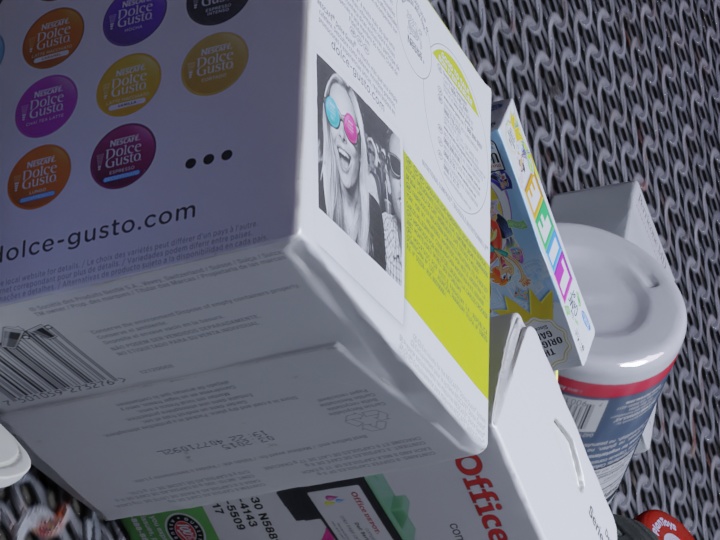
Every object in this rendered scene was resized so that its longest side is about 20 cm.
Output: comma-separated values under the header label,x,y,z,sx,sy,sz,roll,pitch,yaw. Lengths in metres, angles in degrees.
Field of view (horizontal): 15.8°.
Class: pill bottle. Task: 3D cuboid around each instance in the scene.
label,x,y,z,sx,sy,sz,roll,pitch,yaw
pill bottle,0.104,0.081,1.505,0.120,0.119,0.200,-74,-178,-48

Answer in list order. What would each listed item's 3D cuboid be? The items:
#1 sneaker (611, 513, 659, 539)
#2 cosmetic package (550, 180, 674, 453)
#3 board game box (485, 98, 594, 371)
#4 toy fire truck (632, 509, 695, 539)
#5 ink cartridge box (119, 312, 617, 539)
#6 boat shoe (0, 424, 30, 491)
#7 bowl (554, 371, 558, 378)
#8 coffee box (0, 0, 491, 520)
label,x,y,z,sx,sy,sz,roll,pitch,yaw
sneaker,0.091,0.215,1.478,0.078,0.200,0.090,47,-12,35
cosmetic package,0.170,0.035,1.857,0.200,0.074,0.102,-72,145,-48
board game box,0.000,0.000,1.282,0.034,0.200,0.135,-65,138,-56
toy fire truck,0.117,0.192,1.633,0.168,0.112,0.200,46,31,-9
ink cartridge box,0.004,0.115,1.235,0.084,0.200,0.145,-72,144,-52
boat shoe,-0.190,0.078,0.967,0.074,0.060,0.200,38,11,13
bowl,0.023,0.046,1.414,0.094,0.201,0.201,3,72,-23
coffee box,-0.069,-0.032,1.128,0.200,0.200,0.198,48,37,-51
